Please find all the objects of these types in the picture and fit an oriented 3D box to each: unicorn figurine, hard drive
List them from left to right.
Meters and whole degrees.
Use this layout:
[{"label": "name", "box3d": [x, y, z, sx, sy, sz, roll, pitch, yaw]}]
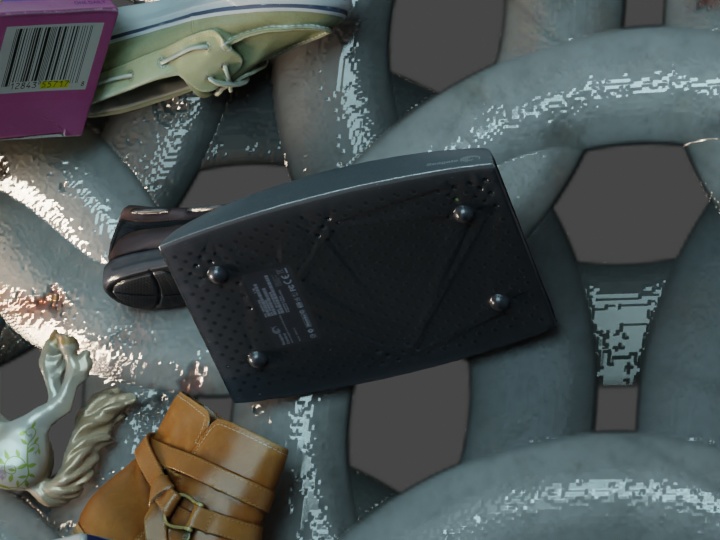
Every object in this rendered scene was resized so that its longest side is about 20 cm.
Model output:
[{"label": "unicorn figurine", "box3d": [-0.246, 0.085, 1.648, 0.199, 0.074, 0.138, 20, 88, 22]}, {"label": "hard drive", "box3d": [0.000, 0.000, 1.558, 0.199, 0.135, 0.042, -14, 35, 15]}]

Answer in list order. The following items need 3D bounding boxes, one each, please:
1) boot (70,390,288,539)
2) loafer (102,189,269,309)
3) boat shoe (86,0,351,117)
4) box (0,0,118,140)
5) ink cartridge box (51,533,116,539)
[{"label": "boot", "box3d": [-0.081, 0.168, 1.548, 0.200, 0.074, 0.155, 31, 85, 30]}, {"label": "loafer", "box3d": [-0.063, -0.027, 1.627, 0.199, 0.072, 0.063, -11, 61, 21]}, {"label": "boat shoe", "box3d": [-0.093, -0.138, 1.691, 0.199, 0.072, 0.062, -10, 79, 29]}, {"label": "box", "box3d": [-0.278, -0.172, 1.686, 0.200, 0.175, 0.097, 49, 132, 38]}, {"label": "ink cartridge box", "box3d": [-0.216, 0.261, 1.547, 0.200, 0.041, 0.200, -19, 62, 38]}]
